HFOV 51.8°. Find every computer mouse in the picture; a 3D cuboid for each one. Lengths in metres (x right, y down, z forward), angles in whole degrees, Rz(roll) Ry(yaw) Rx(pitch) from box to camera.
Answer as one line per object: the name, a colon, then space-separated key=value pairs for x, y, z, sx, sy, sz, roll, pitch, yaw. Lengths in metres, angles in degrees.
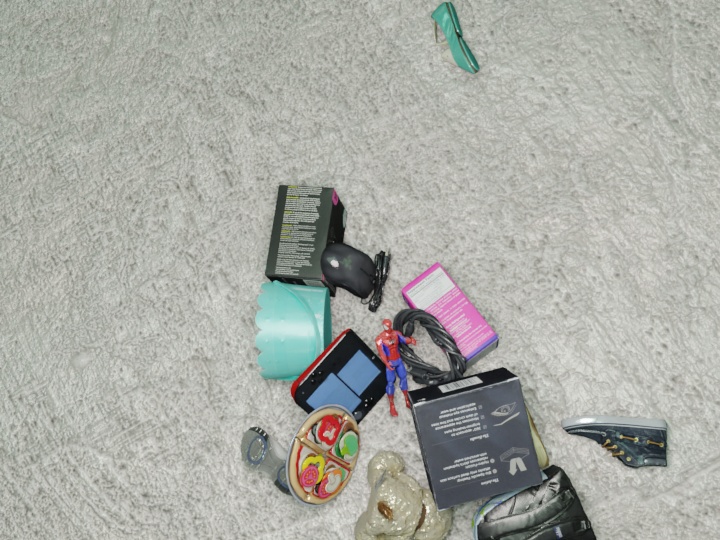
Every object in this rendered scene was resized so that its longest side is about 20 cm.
computer mouse: x=0.000 y=0.000 z=1.525 sx=0.053 sy=0.200 sz=0.139 roll=2 pitch=75 yaw=42

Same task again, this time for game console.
game console: x=-0.031 y=0.229 z=1.476 sx=0.177 sy=0.200 sz=0.031 roll=-44 pitch=41 yaw=-4

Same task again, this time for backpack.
backpack: x=0.306 y=0.472 z=1.382 sx=0.199 sy=0.154 sz=0.164 roll=-27 pitch=89 yaw=-12

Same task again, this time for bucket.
bucket: x=-0.132 y=0.123 z=1.513 sx=0.134 sy=0.207 sz=0.208 roll=-1 pitch=74 yaw=4

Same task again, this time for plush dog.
plush dog: x=0.098 y=0.460 z=1.422 sx=0.171 sy=0.160 sz=0.201 roll=15 pitch=78 yaw=-15

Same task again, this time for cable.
cable: x=0.138 y=0.151 z=1.461 sx=0.051 sy=0.200 sz=0.164 roll=-21 pitch=98 yaw=-30

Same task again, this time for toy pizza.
toy pizza: x=-0.064 y=0.361 z=1.441 sx=0.032 sy=0.200 sz=0.201 roll=7 pitch=73 yaw=43

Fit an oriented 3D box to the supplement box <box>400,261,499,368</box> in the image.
supplement box: x=0.182 y=0.097 z=1.519 sx=0.103 sy=0.101 sz=0.200 roll=-35 pitch=72 yaw=-3

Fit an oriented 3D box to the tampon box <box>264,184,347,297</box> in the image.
tampon box: x=-0.112 y=-0.061 z=1.582 sx=0.125 sy=0.150 sz=0.201 roll=5 pitch=75 yaw=11

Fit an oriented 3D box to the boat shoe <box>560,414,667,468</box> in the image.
boat shoe: x=0.488 y=0.329 z=1.422 sx=0.199 sy=0.071 sz=0.091 roll=1 pitch=71 yaw=7

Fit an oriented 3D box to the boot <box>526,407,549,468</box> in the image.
boot: x=0.261 y=0.317 z=1.460 sx=0.155 sy=0.073 sz=0.201 roll=-23 pitch=80 yaw=-1

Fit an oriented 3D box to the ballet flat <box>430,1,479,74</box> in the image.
ballet flat: x=0.212 y=-0.524 z=1.714 sx=0.070 sy=0.067 sz=0.201 roll=-27 pitch=71 yaw=26

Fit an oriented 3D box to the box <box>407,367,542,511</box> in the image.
box: x=0.204 y=0.302 z=1.352 sx=0.196 sy=0.117 sz=0.201 roll=-14 pitch=93 yaw=-2

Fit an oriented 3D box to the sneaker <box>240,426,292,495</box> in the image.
sneaker: x=-0.170 y=0.394 z=1.508 sx=0.200 sy=0.087 sz=0.075 roll=36 pitch=84 yaw=35

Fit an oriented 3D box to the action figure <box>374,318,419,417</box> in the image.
action figure: x=0.078 y=0.194 z=1.463 sx=0.065 sy=0.099 sz=0.201 roll=-16 pitch=103 yaw=-18
